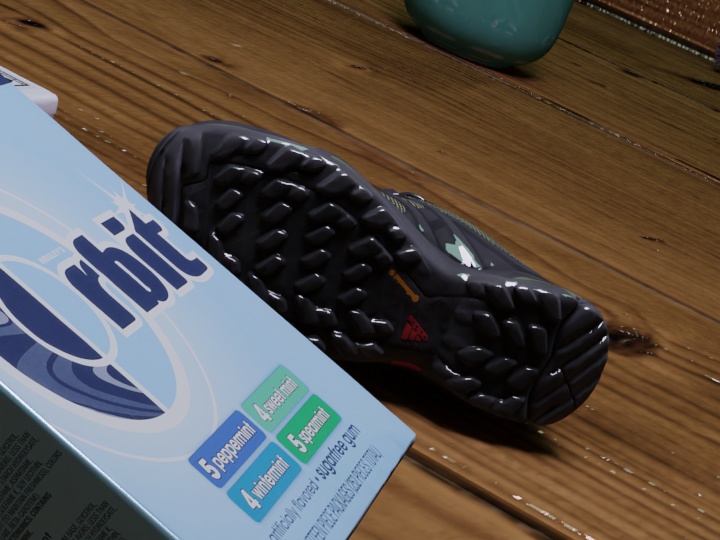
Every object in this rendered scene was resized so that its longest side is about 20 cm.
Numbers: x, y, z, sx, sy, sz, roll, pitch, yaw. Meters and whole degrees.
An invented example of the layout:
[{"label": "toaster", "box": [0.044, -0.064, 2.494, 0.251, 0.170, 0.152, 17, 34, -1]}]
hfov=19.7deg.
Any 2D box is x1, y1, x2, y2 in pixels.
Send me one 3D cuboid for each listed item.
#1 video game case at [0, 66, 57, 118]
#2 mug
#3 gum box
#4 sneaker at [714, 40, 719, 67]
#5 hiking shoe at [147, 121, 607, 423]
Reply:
[{"label": "video game case", "box": [-0.267, -0.111, 0.962, 0.199, 0.022, 0.182, 28, 15, 18]}, {"label": "mug", "box": [0.129, -0.250, 1.896, 0.184, 0.115, 0.152, 14, 15, -32]}, {"label": "gum box", "box": [-0.087, 0.019, 0.576, 0.200, 0.045, 0.170, 41, 17, 1]}, {"label": "sneaker", "box": [0.558, -0.258, 2.657, 0.199, 0.081, 0.075, 27, 13, 21]}, {"label": "hiking shoe", "box": [0.000, 0.000, 0.848, 0.199, 0.076, 0.101, 28, 4, -13]}]
